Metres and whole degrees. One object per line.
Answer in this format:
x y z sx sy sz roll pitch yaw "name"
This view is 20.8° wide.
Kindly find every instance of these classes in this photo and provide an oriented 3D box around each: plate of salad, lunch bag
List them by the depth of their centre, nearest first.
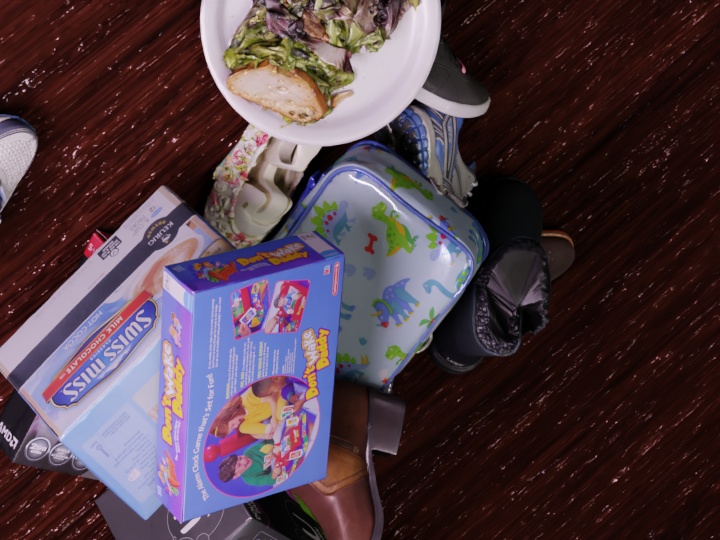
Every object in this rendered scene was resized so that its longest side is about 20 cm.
-0.028 -0.198 1.559 0.198 0.048 0.202 -3 101 -14 "plate of salad"
0.000 0.000 1.666 0.200 0.160 0.083 -53 -178 28 "lunch bag"

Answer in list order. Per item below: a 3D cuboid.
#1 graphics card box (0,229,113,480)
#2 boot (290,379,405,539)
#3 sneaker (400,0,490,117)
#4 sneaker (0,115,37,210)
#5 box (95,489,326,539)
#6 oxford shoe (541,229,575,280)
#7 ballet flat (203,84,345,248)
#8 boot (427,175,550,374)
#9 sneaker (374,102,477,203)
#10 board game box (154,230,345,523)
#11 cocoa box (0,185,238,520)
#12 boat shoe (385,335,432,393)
-0.210 0.076 1.643 0.125 0.051 0.201 19 106 -45 "graphics card box"
-0.075 0.168 1.621 0.198 0.068 0.190 13 81 -6 "boot"
0.060 -0.200 1.660 0.199 0.071 0.100 21 109 -41 "sneaker"
-0.297 -0.024 1.453 0.201 0.085 0.077 -52 145 -14 "sneaker"
-0.111 0.246 1.760 0.124 0.149 0.200 -45 137 8 "box"
0.135 0.023 1.874 0.199 0.072 0.072 -26 132 -24 "oxford shoe"
-0.072 -0.087 1.635 0.075 0.064 0.201 16 108 -38 "ballet flat"
0.132 -0.006 1.745 0.076 0.168 0.202 26 74 -9 "boot"
0.070 -0.066 1.762 0.085 0.077 0.201 -30 136 -30 "sneaker"
-0.085 0.080 1.488 0.133 0.045 0.202 -13 123 -32 "board game box"
-0.161 0.065 1.544 0.200 0.131 0.134 -45 135 -6 "cocoa box"
0.022 0.068 1.768 0.074 0.092 0.202 -25 122 -44 "boat shoe"
